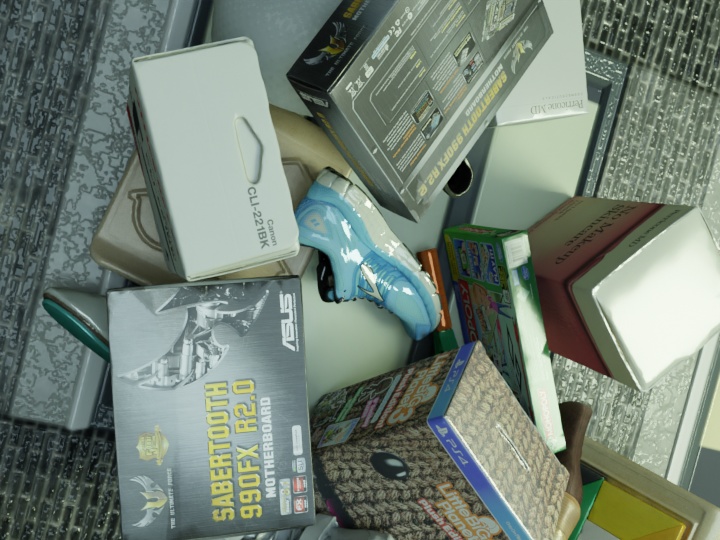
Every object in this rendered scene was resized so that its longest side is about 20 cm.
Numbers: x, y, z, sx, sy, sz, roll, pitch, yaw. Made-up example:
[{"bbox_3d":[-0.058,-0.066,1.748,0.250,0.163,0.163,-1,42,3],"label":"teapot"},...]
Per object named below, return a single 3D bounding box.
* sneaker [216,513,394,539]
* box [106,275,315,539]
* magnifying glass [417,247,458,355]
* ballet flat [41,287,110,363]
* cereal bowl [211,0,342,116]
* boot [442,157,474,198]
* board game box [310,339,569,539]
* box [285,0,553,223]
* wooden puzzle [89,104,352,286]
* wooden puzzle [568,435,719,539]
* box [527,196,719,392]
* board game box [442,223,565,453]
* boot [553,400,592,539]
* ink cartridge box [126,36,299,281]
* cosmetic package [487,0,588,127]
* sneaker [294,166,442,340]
[{"bbox_3d":[-0.066,0.240,0.727,0.116,0.197,0.075,58,36,-15],"label":"sneaker"},{"bbox_3d":[-0.120,0.111,0.669,0.154,0.048,0.205,-3,91,-11],"label":"box"},{"bbox_3d":[0.087,0.080,0.809,0.022,0.080,0.205,-13,90,-11],"label":"magnifying glass"},{"bbox_3d":[-0.194,0.072,0.730,0.069,0.069,0.201,-44,109,-7],"label":"ballet flat"},{"bbox_3d":[-0.023,-0.216,0.669,0.195,0.203,0.084,-2,138,-16],"label":"cereal bowl"},{"bbox_3d":[0.015,-0.145,0.725,0.199,0.130,0.068,40,86,-16],"label":"boot"},{"bbox_3d":[0.057,0.179,0.734,0.161,0.198,0.097,53,40,-14],"label":"board game box"},{"bbox_3d":[0.054,-0.162,0.604,0.202,0.048,0.159,-54,141,-9],"label":"box"},{"bbox_3d":[-0.122,-0.063,0.743,0.183,0.046,0.203,27,84,-18],"label":"wooden puzzle"},{"bbox_3d":[0.246,0.284,0.830,0.037,0.198,0.188,28,88,-60],"label":"wooden puzzle"},{"bbox_3d":[0.232,0.012,0.771,0.127,0.200,0.110,-35,105,-10],"label":"box"},{"bbox_3d":[0.135,0.060,0.782,0.029,0.134,0.205,-15,100,-16],"label":"board game box"},{"bbox_3d":[0.161,0.236,0.830,0.072,0.200,0.168,33,51,-7],"label":"boot"},{"bbox_3d":[-0.118,-0.076,0.613,0.082,0.200,0.148,-15,96,-17],"label":"ink cartridge box"},{"bbox_3d":[0.146,-0.242,0.778,0.105,0.085,0.205,-11,98,-17],"label":"cosmetic package"},{"bbox_3d":[0.000,0.000,0.756,0.090,0.078,0.200,-43,121,-4],"label":"sneaker"}]
